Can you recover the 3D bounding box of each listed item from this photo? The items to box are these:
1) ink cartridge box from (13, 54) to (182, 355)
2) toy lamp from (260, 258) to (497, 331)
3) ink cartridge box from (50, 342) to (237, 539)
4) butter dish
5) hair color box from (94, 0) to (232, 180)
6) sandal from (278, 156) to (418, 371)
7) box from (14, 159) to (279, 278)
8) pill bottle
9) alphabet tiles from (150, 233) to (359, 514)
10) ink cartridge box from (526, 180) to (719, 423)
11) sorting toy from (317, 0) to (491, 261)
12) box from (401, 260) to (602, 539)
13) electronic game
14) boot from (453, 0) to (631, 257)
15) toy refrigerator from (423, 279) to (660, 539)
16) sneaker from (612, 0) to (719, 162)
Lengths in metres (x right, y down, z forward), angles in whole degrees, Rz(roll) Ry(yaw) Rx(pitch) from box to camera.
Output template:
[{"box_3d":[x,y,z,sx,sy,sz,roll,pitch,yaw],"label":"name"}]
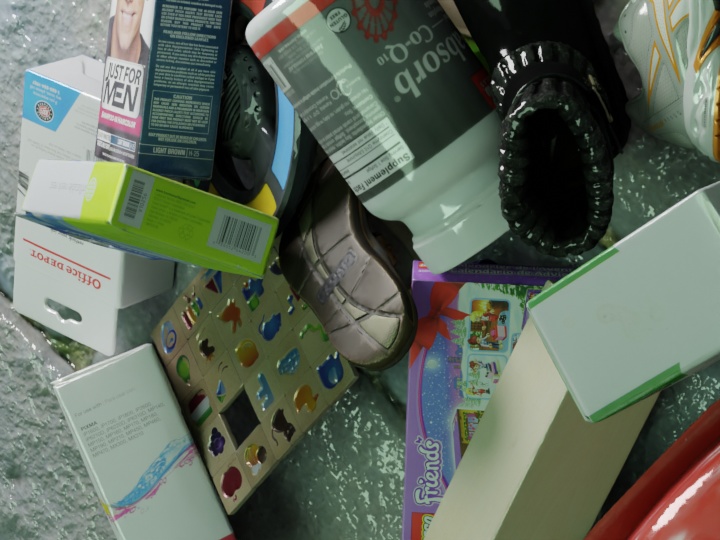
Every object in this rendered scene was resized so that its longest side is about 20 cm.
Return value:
[{"box_3d":[-0.201,-0.050,1.626,0.115,0.067,0.202,23,118,30],"label":"ink cartridge box"},{"box_3d":[0.010,0.026,1.493,0.199,0.058,0.059,-7,101,40],"label":"toy lamp"},{"box_3d":[-0.158,0.161,1.612,0.148,0.085,0.202,167,82,-82],"label":"ink cartridge box"},{"box_3d":[0.240,0.183,1.272,0.200,0.148,0.200,-46,72,2],"label":"butter dish"},{"box_3d":[-0.135,-0.170,1.482,0.100,0.060,0.202,20,104,63],"label":"hair color box"},{"box_3d":[0.000,0.000,1.414,0.082,0.054,0.200,-51,38,14],"label":"sandal"},{"box_3d":[-0.152,-0.038,1.473,0.200,0.121,0.048,9,81,62],"label":"box"},{"box_3d":[0.027,-0.106,1.353,0.116,0.116,0.201,-32,96,40],"label":"pill bottle"},{"box_3d":[-0.071,0.049,1.522,0.200,0.008,0.168,-48,54,32],"label":"alphabet tiles"},{"box_3d":[0.215,0.000,1.231,0.146,0.199,0.084,-36,80,39],"label":"ink cartridge box"},{"box_3d":[0.021,-0.130,1.443,0.200,0.036,0.185,49,129,14],"label":"sorting toy"},{"box_3d":[0.098,0.095,1.417,0.135,0.039,0.202,3,111,1],"label":"box"},{"box_3d":[-0.082,-0.118,1.483,0.200,0.041,0.202,17,109,61],"label":"electronic game"},{"box_3d":[0.100,-0.126,1.276,0.079,0.158,0.212,-26,105,25],"label":"boot"},{"box_3d":[0.120,0.110,1.354,0.070,0.075,0.201,48,121,50],"label":"toy refrigerator"},{"box_3d":[0.191,-0.167,1.275,0.091,0.075,0.202,15,113,39],"label":"sneaker"}]
